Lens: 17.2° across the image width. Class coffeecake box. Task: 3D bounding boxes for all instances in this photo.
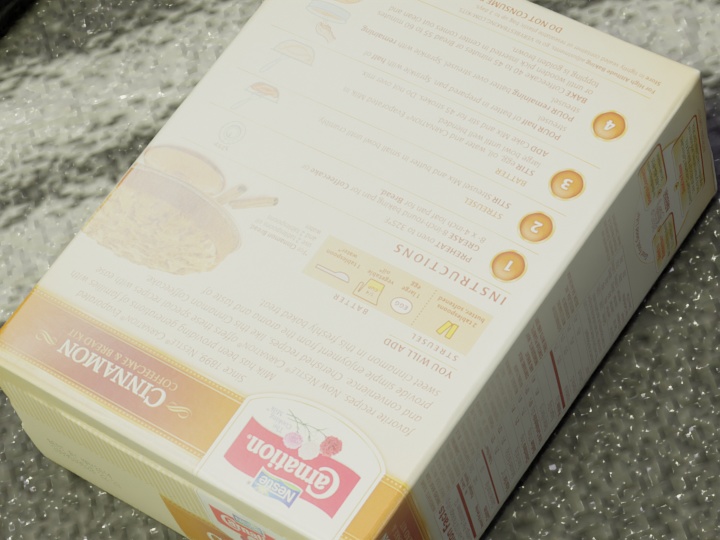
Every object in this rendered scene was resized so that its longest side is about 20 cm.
[{"bbox_3d":[0.000,0.000,0.783,0.153,0.073,0.200,26,67,27],"label":"coffeecake box"}]

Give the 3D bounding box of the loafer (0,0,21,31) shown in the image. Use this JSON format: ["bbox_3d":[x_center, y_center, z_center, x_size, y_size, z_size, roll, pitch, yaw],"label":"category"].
[{"bbox_3d":[-0.139,-0.149,0.919,0.068,0.071,0.201,27,67,28],"label":"loafer"}]
